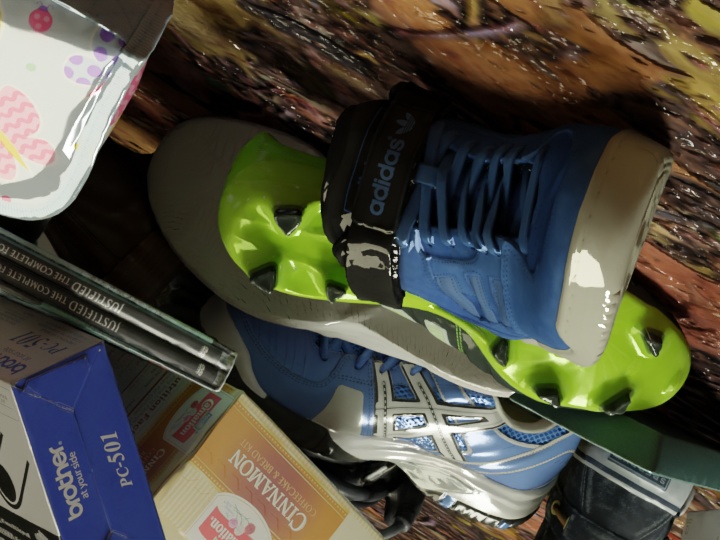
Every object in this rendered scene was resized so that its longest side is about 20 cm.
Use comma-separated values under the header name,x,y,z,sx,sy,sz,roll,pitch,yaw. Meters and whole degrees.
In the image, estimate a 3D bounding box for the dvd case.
name,x,y,z,sx,sy,sz,roll,pitch,yaw
dvd case,-0.161,-0.012,1.057,0.200,0.022,0.146,31,173,-34

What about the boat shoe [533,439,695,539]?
name,x,y,z,sx,sy,sz,roll,pitch,yaw
boat shoe,0.115,0.128,1.334,0.071,0.091,0.200,31,178,8

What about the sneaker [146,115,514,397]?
name,x,y,z,sx,sy,sz,roll,pitch,yaw
sneaker,0.000,0.000,1.168,0.199,0.075,0.088,28,-178,7

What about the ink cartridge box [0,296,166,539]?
name,x,y,z,sx,sy,sz,roll,pitch,yaw
ink cartridge box,-0.153,0.058,1.087,0.200,0.044,0.094,17,128,56

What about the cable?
name,x,y,z,sx,sy,sz,roll,pitch,yaw
cable,-0.033,0.051,1.327,0.163,0.051,0.200,40,-161,-11

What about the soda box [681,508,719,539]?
name,x,y,z,sx,sy,sz,roll,pitch,yaw
soda box,0.200,0.150,1.262,0.063,0.068,0.200,15,172,-7

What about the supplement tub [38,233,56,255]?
name,x,y,z,sx,sy,sz,roll,pitch,yaw
supplement tub,-0.208,-0.020,1.357,0.200,0.145,0.145,36,177,46

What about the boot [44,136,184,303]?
name,x,y,z,sx,sy,sz,roll,pitch,yaw
boot,-0.150,-0.084,1.209,0.200,0.064,0.186,46,-170,-11

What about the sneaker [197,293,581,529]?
name,x,y,z,sx,sy,sz,roll,pitch,yaw
sneaker,0.017,0.047,1.230,0.199,0.077,0.076,22,-146,-27

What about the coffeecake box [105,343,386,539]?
name,x,y,z,sx,sy,sz,roll,pitch,yaw
coffeecake box,-0.086,0.091,1.190,0.200,0.073,0.154,27,162,50

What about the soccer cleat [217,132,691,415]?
name,x,y,z,sx,sy,sz,roll,pitch,yaw
soccer cleat,0.039,-0.004,1.058,0.199,0.068,0.081,21,-151,-14

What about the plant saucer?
name,x,y,z,sx,sy,sz,roll,pitch,yaw
plant saucer,0.127,0.073,1.165,0.070,0.019,0.200,27,-178,23

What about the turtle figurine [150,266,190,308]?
name,x,y,z,sx,sy,sz,roll,pitch,yaw
turtle figurine,-0.082,0.042,1.458,0.199,0.150,0.101,24,153,-7

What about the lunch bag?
name,x,y,z,sx,sy,sz,roll,pitch,yaw
lunch bag,-0.163,-0.098,0.993,0.169,0.128,0.200,28,165,-9

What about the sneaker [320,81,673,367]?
name,x,y,z,sx,sy,sz,roll,pitch,yaw
sneaker,0.038,-0.020,0.911,0.111,0.077,0.200,21,176,1
